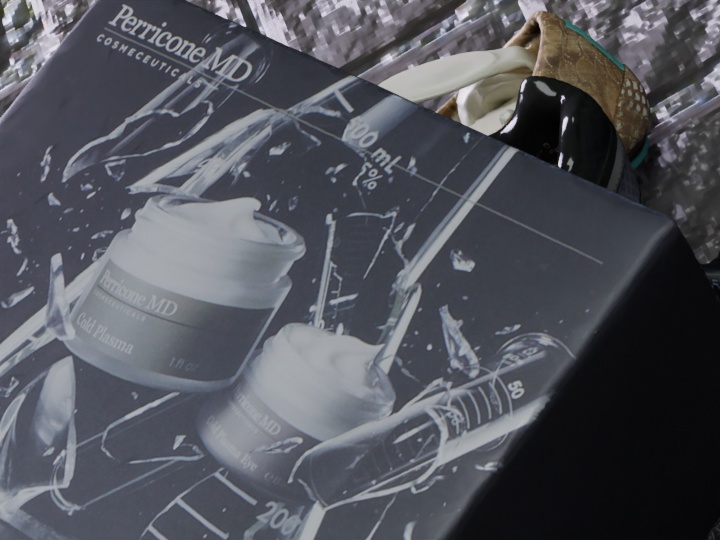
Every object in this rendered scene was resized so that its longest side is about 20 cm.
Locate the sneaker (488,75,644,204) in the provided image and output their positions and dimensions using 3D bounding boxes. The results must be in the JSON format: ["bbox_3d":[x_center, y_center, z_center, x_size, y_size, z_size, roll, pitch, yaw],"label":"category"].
[{"bbox_3d":[0.000,0.000,0.874,0.199,0.088,0.074,-22,31,-14],"label":"sneaker"}]

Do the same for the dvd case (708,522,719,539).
[{"bbox_3d":[0.027,0.074,0.847,0.145,0.022,0.200,11,38,37],"label":"dvd case"}]

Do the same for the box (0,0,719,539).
[{"bbox_3d":[-0.030,0.048,0.743,0.199,0.104,0.182,26,71,37],"label":"box"}]

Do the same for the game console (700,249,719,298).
[{"bbox_3d":[0.186,-0.040,0.834,0.199,0.172,0.120,0,88,30],"label":"game console"}]

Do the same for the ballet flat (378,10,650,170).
[{"bbox_3d":[-0.002,-0.020,0.951,0.199,0.065,0.071,-33,24,4],"label":"ballet flat"}]
